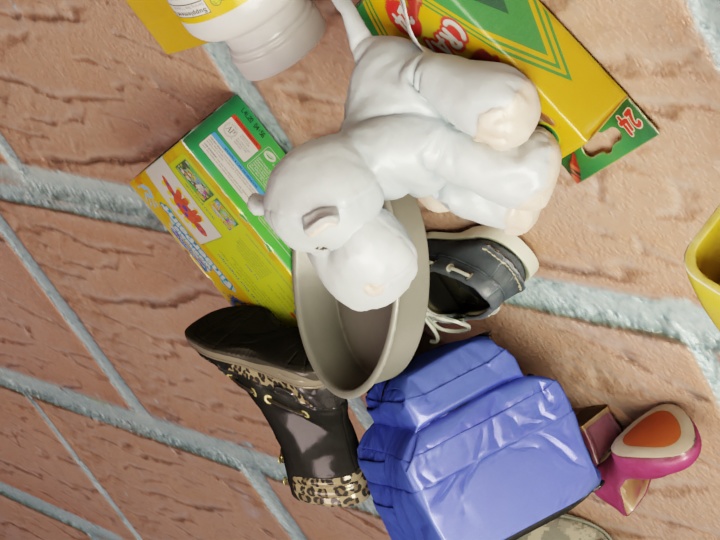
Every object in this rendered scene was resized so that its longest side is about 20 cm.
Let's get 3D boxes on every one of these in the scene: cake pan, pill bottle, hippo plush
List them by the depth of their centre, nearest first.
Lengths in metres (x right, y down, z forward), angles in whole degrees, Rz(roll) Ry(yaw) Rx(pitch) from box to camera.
[{"bbox_3d":[0.022,-0.064,1.285,0.159,0.161,0.201,8,138,55],"label":"hippo plush"},{"bbox_3d":[-0.104,-0.235,1.409,0.104,0.104,0.201,8,139,54],"label":"pill bottle"},{"bbox_3d":[0.000,0.000,1.588,0.200,0.036,0.202,178,90,-64],"label":"cake pan"}]

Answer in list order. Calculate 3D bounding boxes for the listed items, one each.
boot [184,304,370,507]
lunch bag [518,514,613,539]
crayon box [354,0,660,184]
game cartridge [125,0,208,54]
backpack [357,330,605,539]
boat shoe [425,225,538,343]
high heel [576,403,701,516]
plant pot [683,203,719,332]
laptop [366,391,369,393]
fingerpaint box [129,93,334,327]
[{"bbox_3d":[-0.069,0.117,1.746,0.199,0.073,0.152,14,129,46],"label":"boot"},{"bbox_3d":[0.168,0.313,1.852,0.166,0.140,0.201,-4,139,16],"label":"lunch bag"},{"bbox_3d":[0.092,-0.132,1.329,0.200,0.051,0.127,45,157,-4],"label":"crayon box"},{"bbox_3d":[-0.164,-0.265,1.556,0.201,0.032,0.176,55,155,-17],"label":"game cartridge"},{"bbox_3d":[0.086,0.144,1.633,0.200,0.161,0.169,150,99,-76],"label":"backpack"},{"bbox_3d":[0.071,0.014,1.594,0.075,0.062,0.200,48,157,-16],"label":"boat shoe"},{"bbox_3d":[0.231,0.158,1.568,0.097,0.067,0.200,59,170,-10],"label":"high heel"},{"bbox_3d":[0.305,0.008,1.058,0.199,0.200,0.177,34,167,21],"label":"plant pot"},{"bbox_3d":[0.069,0.114,1.836,0.198,0.117,0.188,-2,138,20],"label":"laptop"},{"bbox_3d":[-0.094,-0.039,1.756,0.200,0.073,0.167,50,156,-6],"label":"fingerpaint box"}]
